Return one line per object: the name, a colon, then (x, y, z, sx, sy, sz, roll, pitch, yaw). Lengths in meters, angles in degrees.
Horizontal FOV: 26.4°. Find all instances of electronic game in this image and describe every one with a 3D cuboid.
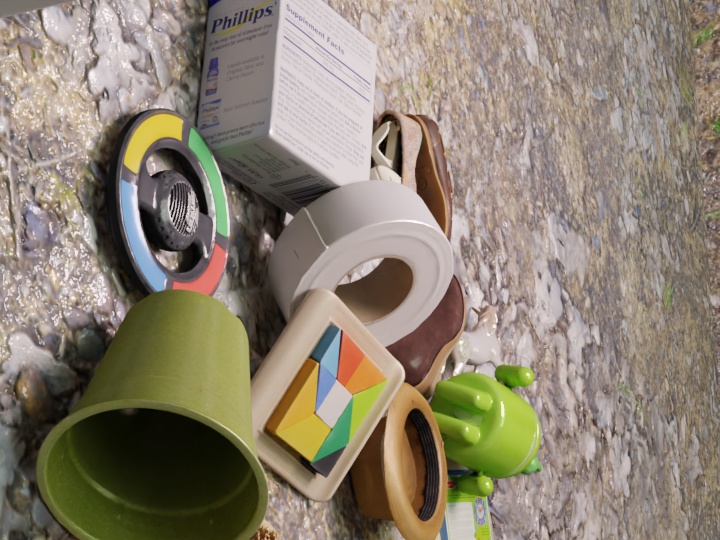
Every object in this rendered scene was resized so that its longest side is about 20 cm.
electronic game: (-0.185, -0.059, 1.508, 0.200, 0.041, 0.203, 29, 58, -59)

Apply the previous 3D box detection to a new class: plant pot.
plant pot: (-0.170, 0.122, 1.362, 0.191, 0.198, 0.201, -86, 154, -50)

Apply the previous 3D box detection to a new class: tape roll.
tape roll: (0.000, 0.000, 1.687, 0.203, 0.201, 0.071, 47, 10, -49)

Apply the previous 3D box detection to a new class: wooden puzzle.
wooden puzzle: (-0.040, 0.141, 1.666, 0.186, 0.037, 0.200, -57, 139, -11)

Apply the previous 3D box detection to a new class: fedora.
fedora: (0.040, 0.236, 1.840, 0.200, 0.081, 0.204, -12, 90, -67)

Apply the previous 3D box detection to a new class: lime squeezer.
lime squeezer: (0.242, 0.258, 2.291, 0.201, 0.037, 0.071, 59, 34, -37)

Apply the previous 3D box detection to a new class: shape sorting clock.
shape sorting clock: (0.127, 0.333, 2.034, 0.199, 0.039, 0.203, 32, 52, -53)

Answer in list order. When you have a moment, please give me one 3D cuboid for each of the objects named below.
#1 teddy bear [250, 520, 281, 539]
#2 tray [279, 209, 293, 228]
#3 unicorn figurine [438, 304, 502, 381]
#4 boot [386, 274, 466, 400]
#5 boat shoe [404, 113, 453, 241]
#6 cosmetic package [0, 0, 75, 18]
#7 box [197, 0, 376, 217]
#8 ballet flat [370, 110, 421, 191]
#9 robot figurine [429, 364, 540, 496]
teddy bear: (-0.114, 0.338, 1.536, 0.146, 0.066, 0.202, 65, 24, -50)
tray: (-0.059, -0.113, 1.799, 0.107, 0.022, 0.202, 46, 44, -49)
unicorn figurine: (0.154, 0.115, 2.112, 0.199, 0.073, 0.140, 7, 80, -65)
boot: (0.071, 0.051, 1.957, 0.167, 0.071, 0.202, 55, 41, -48)
boat shoe: (0.094, -0.109, 2.052, 0.070, 0.070, 0.203, 5, 79, -59)
cosmetic package: (-0.272, -0.325, 1.264, 0.169, 0.164, 0.201, 68, 30, -27)
box: (-0.077, -0.189, 1.668, 0.183, 0.104, 0.203, 32, 55, -49)
ballet flat: (0.033, -0.121, 1.938, 0.067, 0.068, 0.202, 41, 39, -36)
robot figurine: (0.161, 0.202, 1.994, 0.200, 0.115, 0.178, 34, 73, -54)
